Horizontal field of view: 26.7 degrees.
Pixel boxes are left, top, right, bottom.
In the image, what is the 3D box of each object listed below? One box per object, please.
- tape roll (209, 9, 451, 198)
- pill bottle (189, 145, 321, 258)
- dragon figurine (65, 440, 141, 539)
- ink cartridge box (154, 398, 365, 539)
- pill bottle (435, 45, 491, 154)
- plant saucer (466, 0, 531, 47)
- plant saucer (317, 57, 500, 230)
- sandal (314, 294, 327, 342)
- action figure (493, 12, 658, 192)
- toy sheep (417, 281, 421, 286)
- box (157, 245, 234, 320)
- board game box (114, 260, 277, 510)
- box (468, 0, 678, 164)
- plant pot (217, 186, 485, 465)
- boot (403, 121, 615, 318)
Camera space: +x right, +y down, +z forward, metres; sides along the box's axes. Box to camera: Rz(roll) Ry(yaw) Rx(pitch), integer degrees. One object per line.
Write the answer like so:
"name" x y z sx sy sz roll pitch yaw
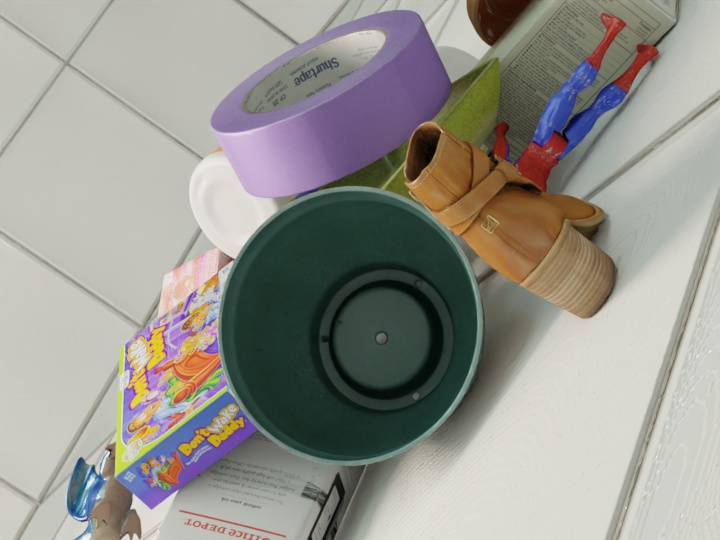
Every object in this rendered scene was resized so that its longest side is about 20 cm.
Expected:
"tape roll" -0.025 -0.142 1.282 0.199 0.066 0.200 -24 24 11
"pill bottle" -0.063 -0.101 1.444 0.200 0.112 0.112 -43 -1 -45
"dragon figurine" -0.223 0.195 1.338 0.099 0.059 0.202 -29 44 52
"ink cartridge box" -0.081 0.190 1.204 0.068 0.115 0.201 76 -149 -45
"pill bottle" 0.059 -0.121 1.550 0.200 0.112 0.113 -49 12 29
"plant saucer" 0.181 -0.270 1.328 0.199 0.032 0.201 -22 -26 -11
"plant saucer" 0.025 -0.075 1.283 0.199 0.048 0.200 -26 19 52
"sandal" -0.016 0.070 1.311 0.201 0.054 0.082 83 -172 -45
"action figure" 0.154 -0.114 1.254 0.201 0.065 0.099 -55 17 1
"toy sheep" 0.000 0.000 1.410 0.199 0.138 0.138 -30 25 43
"box" -0.134 0.094 1.429 0.094 0.102 0.202 -26 48 42
"board game box" -0.138 0.090 1.259 0.134 0.045 0.200 -37 26 11
"box" 0.175 -0.188 1.305 0.200 0.095 0.078 -46 13 35
"plant pot" 0.006 0.047 1.157 0.201 0.200 0.134 -55 -15 2
"boot" 0.097 -0.050 1.068 0.074 0.154 0.200 -54 11 8
